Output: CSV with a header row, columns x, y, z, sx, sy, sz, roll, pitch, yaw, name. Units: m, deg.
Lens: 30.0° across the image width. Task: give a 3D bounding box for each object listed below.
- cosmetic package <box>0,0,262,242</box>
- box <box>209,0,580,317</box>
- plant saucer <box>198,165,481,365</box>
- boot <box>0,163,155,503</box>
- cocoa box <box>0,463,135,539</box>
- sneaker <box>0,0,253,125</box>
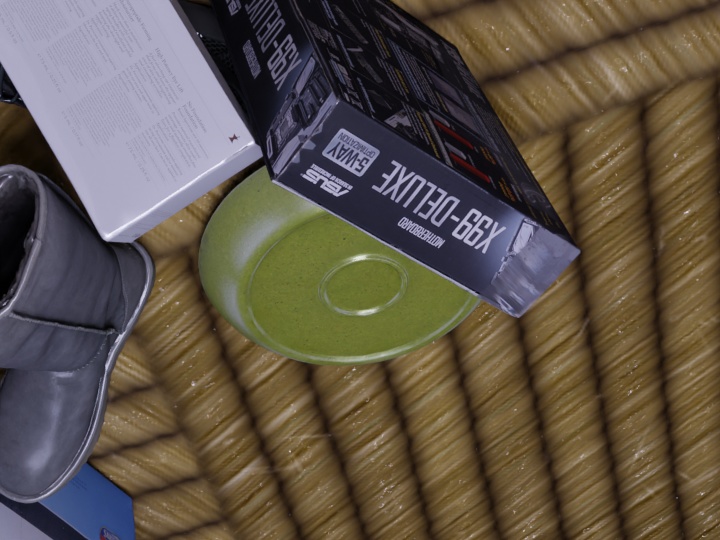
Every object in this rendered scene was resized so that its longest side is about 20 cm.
x,y,z,sx,sy,sz,roll,pitch,yaw,name
-0.128,-0.120,0.613,0.082,0.051,0.202,-31,87,5,cosmetic package
0.010,-0.083,0.667,0.157,0.201,0.050,28,115,-34,box
0.000,0.000,0.824,0.197,0.031,0.201,-6,139,-5,plant saucer
-0.178,0.044,0.705,0.072,0.200,0.184,20,89,3,boot
-0.249,0.176,0.853,0.132,0.132,0.200,-30,131,12,cocoa box
-0.142,-0.093,0.671,0.197,0.115,0.077,14,134,-23,sneaker
